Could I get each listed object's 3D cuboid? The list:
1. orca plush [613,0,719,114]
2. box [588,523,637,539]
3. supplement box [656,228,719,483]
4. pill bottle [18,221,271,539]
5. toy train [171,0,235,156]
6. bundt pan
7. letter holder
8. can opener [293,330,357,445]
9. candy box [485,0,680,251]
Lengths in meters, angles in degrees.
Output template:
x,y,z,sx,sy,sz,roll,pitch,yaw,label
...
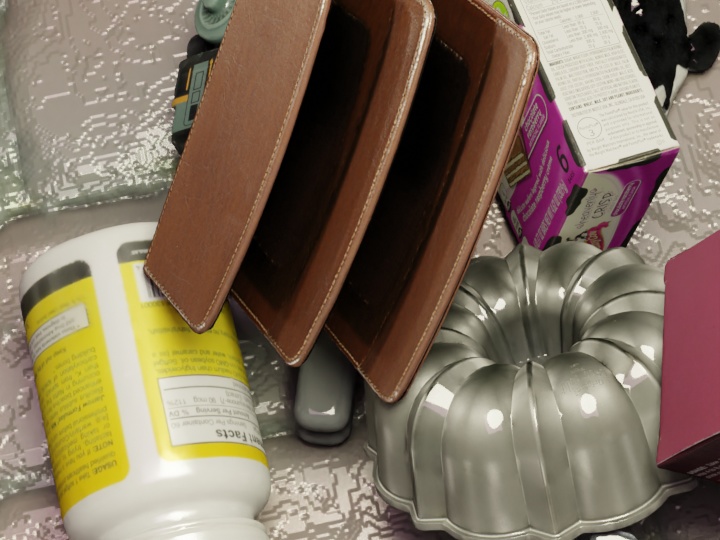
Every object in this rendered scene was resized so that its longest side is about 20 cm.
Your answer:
x,y,z,sx,sy,sz,roll,pitch,yaw,label
0.172,-0.172,1.218,0.105,0.071,0.201,23,71,12,orca plush
0.177,0.259,1.020,0.196,0.118,0.201,18,71,10,box
0.251,0.056,1.001,0.199,0.086,0.111,15,66,-19,supplement box
-0.112,0.086,1.108,0.114,0.114,0.201,-14,68,-2,pill bottle
-0.024,-0.119,1.166,0.199,0.085,0.115,-12,61,38,toy train
0.092,0.051,1.076,0.201,0.076,0.202,-11,30,6,bundt pan
-0.011,-0.051,1.020,0.100,0.201,0.142,9,23,-33,letter holder
0.000,0.000,1.169,0.066,0.053,0.201,9,69,6,can opener
0.100,-0.114,1.161,0.061,0.137,0.201,-15,67,-15,candy box
